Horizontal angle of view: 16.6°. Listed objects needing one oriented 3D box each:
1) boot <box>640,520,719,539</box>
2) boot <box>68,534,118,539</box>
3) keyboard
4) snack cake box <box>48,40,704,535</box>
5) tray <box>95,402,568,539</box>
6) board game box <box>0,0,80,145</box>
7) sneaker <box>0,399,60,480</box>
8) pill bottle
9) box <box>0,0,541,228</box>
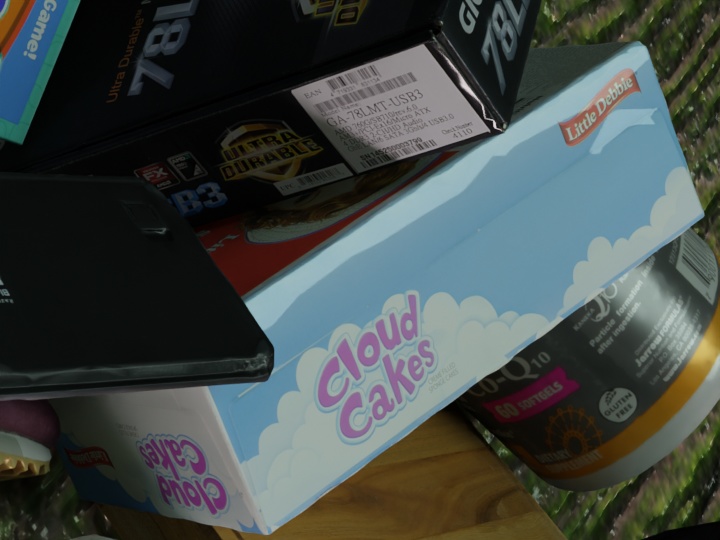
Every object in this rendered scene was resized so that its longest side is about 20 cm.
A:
[{"bbox_3d":[0.162,0.178,0.995,0.066,0.199,0.166,-28,100,-57],"label":"boot"},{"bbox_3d":[-0.093,0.185,0.724,0.091,0.072,0.201,67,39,-49],"label":"boot"},{"bbox_3d":[-0.121,0.004,0.638,0.199,0.040,0.104,1,45,-46],"label":"keyboard"},{"bbox_3d":[0.000,0.000,0.792,0.199,0.115,0.068,-34,111,-30],"label":"snack cake box"},{"bbox_3d":[0.001,0.097,0.890,0.099,0.037,0.199,50,25,21],"label":"tray"},{"bbox_3d":[-0.149,-0.134,0.718,0.199,0.045,0.153,17,96,-54],"label":"board game box"},{"bbox_3d":[-0.156,0.009,0.689,0.200,0.074,0.091,23,59,-54],"label":"sneaker"},{"bbox_3d":[0.050,-0.015,0.962,0.200,0.116,0.117,42,43,-22],"label":"pill bottle"},{"bbox_3d":[-0.025,-0.103,0.822,0.050,0.197,0.201,52,39,-34],"label":"box"}]
